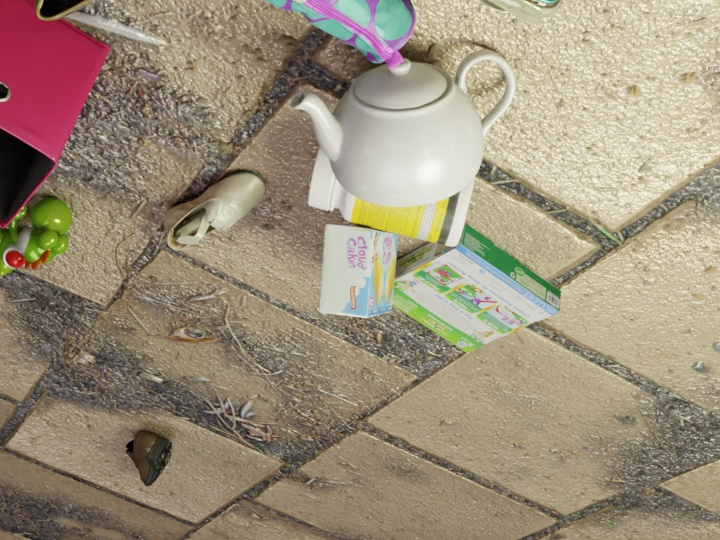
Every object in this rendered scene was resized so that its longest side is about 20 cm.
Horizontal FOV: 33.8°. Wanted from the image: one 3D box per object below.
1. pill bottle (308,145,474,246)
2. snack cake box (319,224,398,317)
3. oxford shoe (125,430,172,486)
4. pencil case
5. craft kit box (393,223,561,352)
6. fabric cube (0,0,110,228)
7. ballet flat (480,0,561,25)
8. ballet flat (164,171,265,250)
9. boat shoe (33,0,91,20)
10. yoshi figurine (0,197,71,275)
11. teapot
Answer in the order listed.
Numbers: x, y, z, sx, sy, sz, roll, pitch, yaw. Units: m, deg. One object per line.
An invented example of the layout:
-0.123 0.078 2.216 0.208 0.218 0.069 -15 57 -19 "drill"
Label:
0.039 -0.106 1.517 0.199 0.115 0.114 13 145 0 "pill bottle"
0.000 0.000 1.598 0.067 0.115 0.200 6 -178 11 "snack cake box"
-0.434 0.374 2.410 0.084 0.073 0.200 29 144 7 "oxford shoe"
-0.032 -0.291 1.259 0.200 0.093 0.085 19 137 -43 "pencil case"
0.155 0.031 1.734 0.200 0.049 0.197 33 138 -26 "craft kit box"
-0.460 -0.212 1.469 0.196 0.200 0.200 31 142 -22 "fabric cube"
0.118 -0.312 1.247 0.200 0.068 0.062 25 154 -16 "ballet flat"
-0.211 -0.077 1.687 0.069 0.070 0.200 37 139 -30 "ballet flat"
-0.301 -0.342 1.344 0.072 0.068 0.200 36 139 -26 "boat shoe"
-0.501 -0.061 1.812 0.200 0.112 0.112 -3 104 45 "yoshi figurine"
0.054 -0.178 1.370 0.197 0.200 0.146 15 130 24 "teapot"
